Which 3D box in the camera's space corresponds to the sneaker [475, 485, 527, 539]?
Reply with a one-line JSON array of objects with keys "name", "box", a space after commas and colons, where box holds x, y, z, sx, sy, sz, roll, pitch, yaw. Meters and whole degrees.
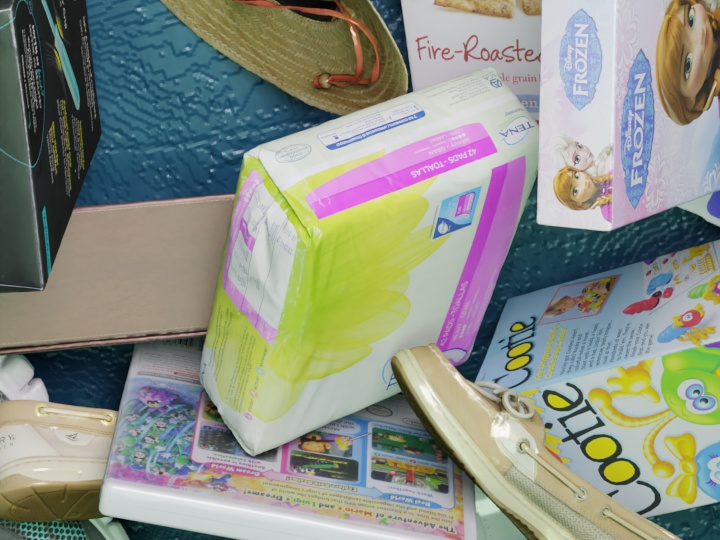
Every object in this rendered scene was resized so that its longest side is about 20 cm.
[{"name": "sneaker", "box": [0.022, 0.169, 1.316, 0.199, 0.100, 0.078, -18, 115, 10]}]

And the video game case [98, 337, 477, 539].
[{"name": "video game case", "box": [-0.036, 0.096, 1.235, 0.198, 0.182, 0.024, 11, 116, -4]}]

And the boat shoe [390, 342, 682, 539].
[{"name": "boat shoe", "box": [0.096, 0.105, 1.185, 0.063, 0.073, 0.201, -43, 99, -2]}]

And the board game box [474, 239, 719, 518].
[{"name": "board game box", "box": [0.177, 0.060, 1.227, 0.199, 0.105, 0.103, -16, 117, 29]}]

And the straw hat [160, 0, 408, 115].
[{"name": "straw hat", "box": [-0.035, -0.175, 1.149, 0.201, 0.201, 0.085, 45, 70, -18]}]

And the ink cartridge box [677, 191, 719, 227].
[{"name": "ink cartridge box", "box": [0.276, -0.095, 1.208, 0.199, 0.043, 0.199, 22, 115, -8]}]

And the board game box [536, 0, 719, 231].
[{"name": "board game box", "box": [0.148, -0.133, 1.082, 0.041, 0.199, 0.202, 7, 104, 31]}]

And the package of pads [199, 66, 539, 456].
[{"name": "package of pads", "box": [0.000, 0.000, 1.159, 0.154, 0.068, 0.201, -22, 149, -27]}]

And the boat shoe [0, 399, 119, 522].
[{"name": "boat shoe", "box": [-0.122, 0.102, 1.282, 0.199, 0.070, 0.074, 7, 150, -39]}]

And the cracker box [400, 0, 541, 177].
[{"name": "cracker box", "box": [0.090, -0.148, 1.159, 0.133, 0.058, 0.201, 2, 118, 22]}]

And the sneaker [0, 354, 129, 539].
[{"name": "sneaker", "box": [-0.204, 0.142, 1.305, 0.077, 0.091, 0.201, -7, 118, 46]}]

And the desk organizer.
[{"name": "desk organizer", "box": [-0.155, -0.001, 1.248, 0.198, 0.072, 0.078, -5, 100, -2]}]

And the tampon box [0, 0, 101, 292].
[{"name": "tampon box", "box": [-0.212, -0.095, 1.134, 0.125, 0.200, 0.151, -2, 116, 3]}]
